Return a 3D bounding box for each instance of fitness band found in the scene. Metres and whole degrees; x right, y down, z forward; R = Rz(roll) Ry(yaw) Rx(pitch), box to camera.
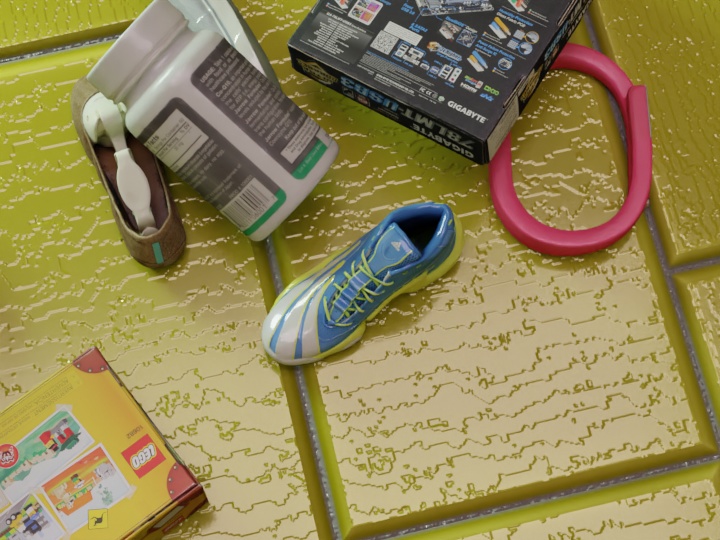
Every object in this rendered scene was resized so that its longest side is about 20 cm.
[{"bbox_3d":[0.184,-0.109,1.440,0.143,0.037,0.201,0,70,2],"label":"fitness band"}]

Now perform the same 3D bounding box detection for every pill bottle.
[{"bbox_3d":[-0.124,-0.129,1.371,0.200,0.113,0.113,43,75,-10],"label":"pill bottle"}]

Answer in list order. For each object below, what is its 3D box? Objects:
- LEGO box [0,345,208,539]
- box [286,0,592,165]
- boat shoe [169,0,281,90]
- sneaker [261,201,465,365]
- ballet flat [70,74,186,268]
[{"bbox_3d":[-0.247,0.183,1.314,0.200,0.077,0.149,-36,75,-12],"label":"LEGO box"},{"bbox_3d":[0.072,-0.216,1.396,0.200,0.050,0.199,27,70,17],"label":"box"},{"bbox_3d":[-0.140,-0.212,1.461,0.071,0.070,0.201,-35,74,6],"label":"boat shoe"},{"bbox_3d":[0.000,0.000,1.363,0.200,0.105,0.076,-36,75,-12],"label":"sneaker"},{"bbox_3d":[-0.205,-0.098,1.413,0.068,0.072,0.201,-19,72,-5],"label":"ballet flat"}]
